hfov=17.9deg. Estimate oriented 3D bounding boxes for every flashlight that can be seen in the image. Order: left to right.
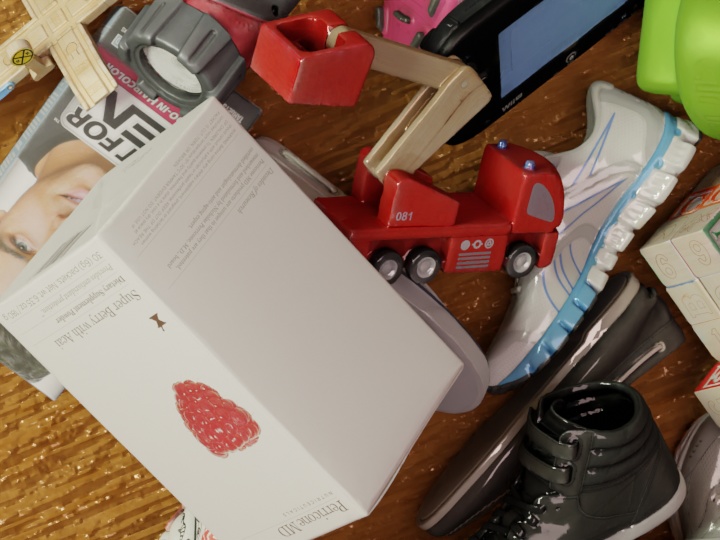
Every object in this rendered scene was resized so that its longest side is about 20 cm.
[{"bbox_3d":[-0.053,-0.175,1.258,0.068,0.068,0.201,26,64,16],"label":"flashlight"}]

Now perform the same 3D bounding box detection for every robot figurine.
[{"bbox_3d":[0.258,-0.127,1.296,0.175,0.199,0.117,13,85,-53],"label":"robot figurine"}]

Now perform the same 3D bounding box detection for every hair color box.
[{"bbox_3d":[-0.154,-0.039,1.289,0.099,0.061,0.201,36,90,-13],"label":"hair color box"}]

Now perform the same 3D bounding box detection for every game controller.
[{"bbox_3d":[0.114,-0.152,1.305,0.199,0.042,0.105,-38,145,-15],"label":"game controller"}]

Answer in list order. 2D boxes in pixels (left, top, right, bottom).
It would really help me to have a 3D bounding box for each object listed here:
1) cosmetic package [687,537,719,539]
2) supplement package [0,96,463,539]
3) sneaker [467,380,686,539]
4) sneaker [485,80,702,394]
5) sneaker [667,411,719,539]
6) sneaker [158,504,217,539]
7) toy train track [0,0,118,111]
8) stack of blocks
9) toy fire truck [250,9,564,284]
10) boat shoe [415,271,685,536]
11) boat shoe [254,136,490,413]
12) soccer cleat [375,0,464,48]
[{"bbox_3d":[0.138,0.220,1.309,0.198,0.107,0.091,-10,122,29],"label":"cosmetic package"},{"bbox_3d":[-0.068,0.036,1.201,0.200,0.121,0.120,46,50,-12],"label":"supplement package"},{"bbox_3d":[0.092,0.133,1.294,0.199,0.071,0.100,-32,127,-17],"label":"sneaker"},{"bbox_3d":[0.113,-0.022,1.350,0.086,0.075,0.201,33,84,-4],"label":"sneaker"},{"bbox_3d":[0.227,0.184,1.383,0.075,0.092,0.202,4,96,-13],"label":"sneaker"},{"bbox_3d":[-0.070,0.108,1.323,0.067,0.108,0.203,21,57,-26],"label":"sneaker"},{"bbox_3d":[-0.204,-0.114,1.257,0.200,0.033,0.115,-38,60,10],"label":"toy train track"},{"bbox_3d":[0.253,0.044,1.362,0.115,0.058,0.201,-44,105,-33],"label":"stack of blocks"},{"bbox_3d":[0.031,-0.066,1.238,0.198,0.049,0.142,-3,118,-31],"label":"toy fire truck"},{"bbox_3d":[0.116,0.091,1.361,0.057,0.067,0.200,42,84,-9],"label":"boat shoe"},{"bbox_3d":[0.000,0.000,1.320,0.199,0.072,0.066,37,46,-3],"label":"boat shoe"},{"bbox_3d":[0.073,-0.205,1.312,0.086,0.070,0.202,6,106,-38],"label":"soccer cleat"}]
